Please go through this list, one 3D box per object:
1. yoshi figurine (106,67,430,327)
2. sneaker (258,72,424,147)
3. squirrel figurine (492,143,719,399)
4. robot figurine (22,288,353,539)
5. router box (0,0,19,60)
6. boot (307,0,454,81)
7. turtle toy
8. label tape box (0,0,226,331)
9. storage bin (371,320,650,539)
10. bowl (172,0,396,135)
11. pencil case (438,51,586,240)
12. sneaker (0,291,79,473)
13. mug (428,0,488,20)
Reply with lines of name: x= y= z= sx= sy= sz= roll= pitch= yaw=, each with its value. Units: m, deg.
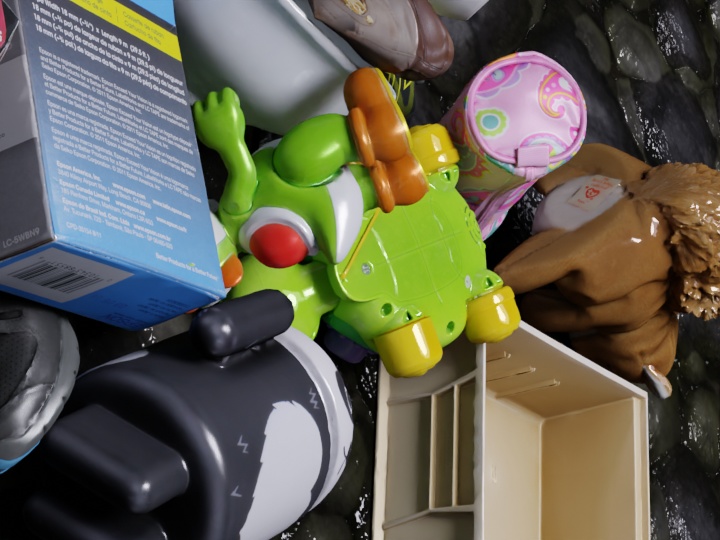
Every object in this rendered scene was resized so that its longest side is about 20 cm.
yoshi figurine: x=-0.070 y=-0.044 z=1.000 sx=0.113 sy=0.200 sz=0.112 roll=63 pitch=-4 yaw=-9
sneaker: x=-0.001 y=-0.108 z=1.189 sx=0.085 sy=0.074 sz=0.200 roll=52 pitch=41 yaw=-27
squirrel figurine: x=0.217 y=0.008 z=1.333 sx=0.142 sy=0.200 sz=0.187 roll=-79 pitch=149 yaw=-47
robot figurine: x=-0.086 y=0.096 z=0.949 sx=0.200 sy=0.150 sz=0.125 roll=-21 pitch=83 yaw=-57
router box: x=-0.271 y=-0.142 z=0.786 sx=0.200 sy=0.150 sz=0.062 roll=52 pitch=41 yaw=-27
boot: x=-0.018 y=-0.187 z=1.057 sx=0.186 sy=0.064 sz=0.200 roll=46 pitch=12 yaw=5
turtle toy: x=0.000 y=0.000 z=1.105 sx=0.200 sy=0.101 sz=0.146 roll=-20 pitch=89 yaw=-42
label tape box: x=-0.145 y=-0.082 z=0.893 sx=0.144 sy=0.063 sz=0.200 roll=24 pitch=50 yaw=-59
storage bin: x=0.105 y=0.154 z=1.208 sx=0.200 sy=0.094 sz=0.199 roll=29 pitch=54 yaw=-44
bowl: x=-0.076 y=-0.146 z=1.061 sx=0.201 sy=0.090 sz=0.201 roll=46 pitch=8 yaw=-9
pencil case: x=0.086 y=-0.075 z=1.199 sx=0.087 sy=0.200 sz=0.088 roll=3 pitch=74 yaw=-11
sneaker: x=-0.189 y=0.011 z=0.907 sx=0.082 sy=0.073 sz=0.200 roll=33 pitch=41 yaw=-37
mug: x=0.040 y=-0.263 z=1.235 sx=0.148 sy=0.200 sz=0.175 roll=-44 pitch=94 yaw=-7
